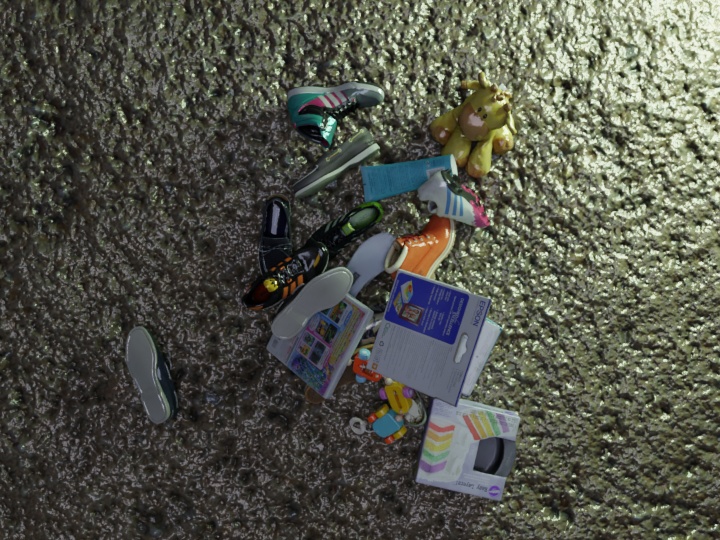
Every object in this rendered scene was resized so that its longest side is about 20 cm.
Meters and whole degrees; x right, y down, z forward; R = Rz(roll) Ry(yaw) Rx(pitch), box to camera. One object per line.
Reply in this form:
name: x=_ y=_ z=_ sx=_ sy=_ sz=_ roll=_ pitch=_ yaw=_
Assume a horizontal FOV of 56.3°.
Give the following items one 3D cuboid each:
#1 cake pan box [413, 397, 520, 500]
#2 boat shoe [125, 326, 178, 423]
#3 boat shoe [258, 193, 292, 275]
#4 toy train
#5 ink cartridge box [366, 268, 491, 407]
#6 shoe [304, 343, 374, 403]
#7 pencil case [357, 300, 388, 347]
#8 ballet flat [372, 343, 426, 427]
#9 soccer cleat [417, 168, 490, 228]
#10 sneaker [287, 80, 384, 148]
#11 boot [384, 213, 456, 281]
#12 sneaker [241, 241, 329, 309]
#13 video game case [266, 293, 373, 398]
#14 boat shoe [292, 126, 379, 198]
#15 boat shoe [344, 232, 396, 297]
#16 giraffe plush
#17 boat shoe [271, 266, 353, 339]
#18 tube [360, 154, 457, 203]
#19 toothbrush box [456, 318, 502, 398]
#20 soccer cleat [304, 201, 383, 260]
cake pan box: x=0.225 y=0.372 z=1.417 sx=0.197 sy=0.052 sz=0.187 roll=14 pitch=95 yaw=-2
boat shoe: x=-0.424 y=0.212 z=1.389 sx=0.074 sy=0.062 sz=0.202 roll=-24 pitch=84 yaw=16
boat shoe: x=-0.174 y=-0.056 z=1.381 sx=0.073 sy=0.062 sz=0.203 roll=2 pitch=95 yaw=-1
toy train: x=0.040 y=0.249 z=1.355 sx=0.149 sy=0.056 sz=0.202 roll=18 pitch=122 yaw=24
ink cartridge box: x=0.126 y=0.120 z=1.227 sx=0.198 sy=0.047 sz=0.200 roll=19 pitch=89 yaw=30
shoe: x=-0.031 y=0.202 z=1.389 sx=0.198 sy=0.054 sz=0.070 roll=-30 pitch=112 yaw=8
pencil case: x=0.034 y=0.102 z=1.386 sx=0.197 sy=0.090 sz=0.079 roll=-17 pitch=122 yaw=1
ballet flat: x=0.082 y=0.233 z=1.399 sx=0.067 sy=0.064 sz=0.202 roll=-29 pitch=93 yaw=3
soccer cleat: x=0.186 y=-0.133 z=1.349 sx=0.086 sy=0.199 sz=0.071 roll=-30 pitch=51 yaw=24
sneaker: x=-0.050 y=-0.307 z=1.343 sx=0.197 sy=0.084 sz=0.122 roll=-4 pitch=72 yaw=7
boot: x=0.119 y=-0.051 z=1.344 sx=0.107 sy=0.075 sz=0.201 roll=41 pitch=65 yaw=-27
sneaker: x=-0.148 y=0.018 z=1.319 sx=0.199 sy=0.090 sz=0.070 roll=-35 pitch=87 yaw=17
video game case: x=-0.086 y=0.122 z=1.353 sx=0.181 sy=0.024 sz=0.202 roll=34 pitch=103 yaw=29
boat shoe: x=-0.058 y=-0.219 z=1.372 sx=0.200 sy=0.072 sz=0.061 roll=-32 pitch=89 yaw=-6
boat shoe: x=0.002 y=0.002 z=1.384 sx=0.073 sy=0.068 sz=0.200 roll=35 pitch=99 yaw=-5
giraffe plush: x=0.242 y=-0.297 z=1.323 sx=0.171 sy=0.162 sz=0.202 roll=28 pitch=93 yaw=-2
boat shoe: x=-0.096 y=0.055 z=1.315 sx=0.074 sy=0.061 sz=0.200 roll=39 pitch=108 yaw=-22
tube: x=0.096 y=-0.191 z=1.370 sx=0.197 sy=0.050 sz=0.079 roll=-8 pitch=89 yaw=20
toothbrush box: x=0.194 y=0.148 z=1.329 sx=0.084 sy=0.200 sz=0.148 roll=26 pitch=93 yaw=0
soccer cleat: x=-0.040 y=-0.077 z=1.371 sx=0.199 sy=0.081 sz=0.068 roll=-36 pitch=93 yaw=2
